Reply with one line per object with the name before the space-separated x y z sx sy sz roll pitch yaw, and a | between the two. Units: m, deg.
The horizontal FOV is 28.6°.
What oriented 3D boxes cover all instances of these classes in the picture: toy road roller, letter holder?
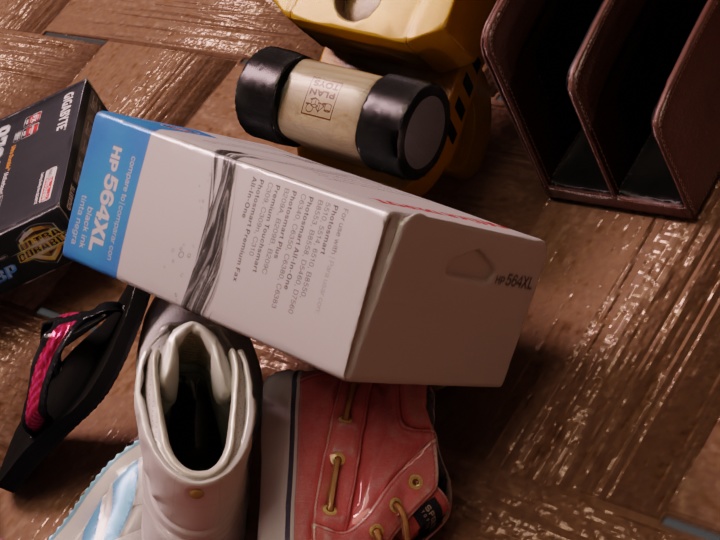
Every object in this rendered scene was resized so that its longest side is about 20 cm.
toy road roller | 0.026 -0.136 0.861 0.123 0.146 0.200 18 87 30
letter holder | 0.172 -0.155 0.818 0.100 0.142 0.200 12 58 39

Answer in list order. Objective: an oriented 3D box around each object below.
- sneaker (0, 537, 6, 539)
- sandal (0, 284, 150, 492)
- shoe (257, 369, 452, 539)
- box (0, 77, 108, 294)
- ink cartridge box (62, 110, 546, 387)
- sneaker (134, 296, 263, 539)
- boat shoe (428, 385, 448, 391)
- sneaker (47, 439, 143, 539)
sneaker | -0.279 0.160 0.801 0.096 0.200 0.079 -134 56 -72
sandal | -0.180 0.063 0.831 0.200 0.045 0.075 -47 21 34
shoe | 0.000 0.135 0.704 0.091 0.072 0.200 -8 56 8
box | -0.267 -0.050 1.038 0.159 0.046 0.200 -23 32 11
ink cartridge box | -0.029 -0.011 0.724 0.200 0.146 0.084 22 99 36
sneaker | -0.081 0.053 0.731 0.074 0.116 0.200 1 46 -10
boat shoe | 0.000 0.000 0.833 0.200 0.065 0.073 43 107 32
sneaker | -0.127 0.164 0.765 0.081 0.077 0.200 32 65 21
